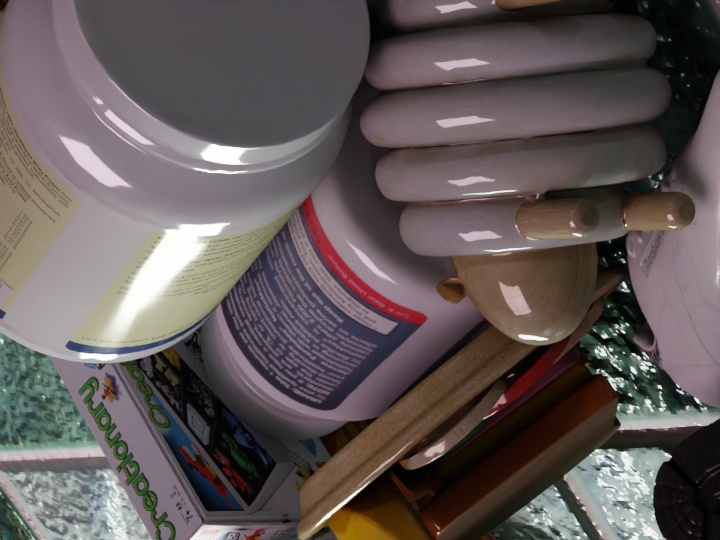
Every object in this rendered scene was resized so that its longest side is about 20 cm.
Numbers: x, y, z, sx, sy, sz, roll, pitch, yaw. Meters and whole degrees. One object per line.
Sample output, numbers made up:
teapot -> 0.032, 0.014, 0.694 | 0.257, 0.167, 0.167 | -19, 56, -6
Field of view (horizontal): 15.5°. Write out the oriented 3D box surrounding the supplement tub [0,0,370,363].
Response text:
supplement tub -> -0.088, -0.061, 1.081 | 0.145, 0.145, 0.200 | 42, 147, -1

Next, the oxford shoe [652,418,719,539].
oxford shoe -> 0.224, 0.068, 1.082 | 0.199, 0.073, 0.084 | -21, 156, 28

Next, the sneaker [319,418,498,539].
sneaker -> 0.006, 0.118, 1.371 | 0.201, 0.073, 0.077 | 57, 154, -17

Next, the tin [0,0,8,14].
tin -> -0.175, -0.075, 1.366 | 0.112, 0.042, 0.200 | 32, 145, 6

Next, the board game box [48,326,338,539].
board game box -> -0.090, 0.052, 1.280 | 0.035, 0.126, 0.201 | -46, 61, 25

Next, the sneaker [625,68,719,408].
sneaker -> 0.145, -0.017, 1.081 | 0.080, 0.076, 0.201 | 32, 145, 30

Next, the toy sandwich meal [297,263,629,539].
toy sandwich meal -> 0.056, 0.074, 1.154 | 0.070, 0.205, 0.205 | 51, 147, 5

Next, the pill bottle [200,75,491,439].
pill bottle -> 0.000, 0.000, 1.197 | 0.119, 0.120, 0.200 | 42, 146, -1

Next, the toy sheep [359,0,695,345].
toy sheep -> 0.063, -0.071, 1.047 | 0.137, 0.137, 0.202 | -2, 91, 46
